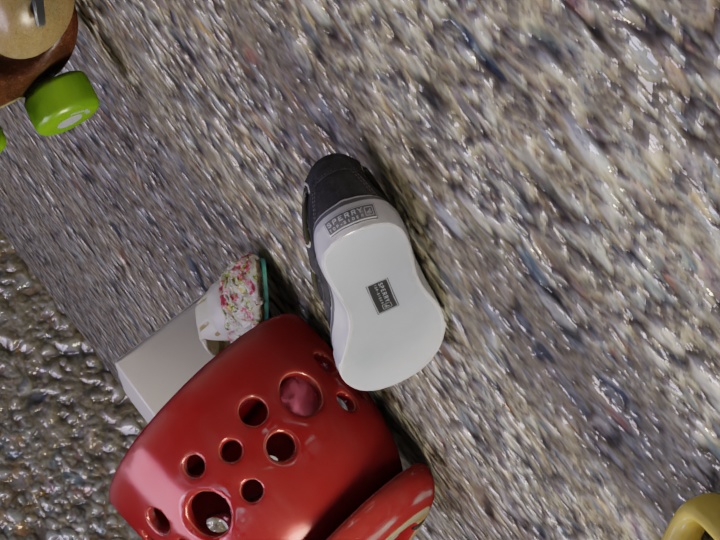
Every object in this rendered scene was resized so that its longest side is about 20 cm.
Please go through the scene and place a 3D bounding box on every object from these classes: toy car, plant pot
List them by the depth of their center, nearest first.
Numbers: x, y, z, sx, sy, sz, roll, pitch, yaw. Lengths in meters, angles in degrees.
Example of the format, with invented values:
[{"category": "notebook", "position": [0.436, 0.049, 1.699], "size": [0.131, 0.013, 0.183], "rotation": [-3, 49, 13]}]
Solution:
[{"category": "toy car", "position": [-0.271, -0.191, 1.736], "size": [0.165, 0.157, 0.200], "rotation": [62, 159, 7]}, {"category": "plant pot", "position": [-0.057, 0.162, 1.759], "size": [0.182, 0.200, 0.201], "rotation": [44, 167, 10]}]

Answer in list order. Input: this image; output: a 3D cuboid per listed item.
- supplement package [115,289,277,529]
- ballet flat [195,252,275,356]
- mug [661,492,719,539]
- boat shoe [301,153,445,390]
[{"category": "supplement package", "position": [-0.106, 0.134, 2.056], "size": [0.200, 0.119, 0.121], "rotation": [52, 170, 10]}, {"category": "ballet flat", "position": [-0.096, 0.043, 1.853], "size": [0.200, 0.063, 0.076], "rotation": [85, 179, -69]}, {"category": "mug", "position": [0.171, 0.204, 1.167], "size": [0.149, 0.187, 0.153], "rotation": [19, -153, -44]}, {"category": "boat shoe", "position": [0.000, 0.000, 1.366], "size": [0.200, 0.069, 0.067], "rotation": [67, 180, -60]}]
